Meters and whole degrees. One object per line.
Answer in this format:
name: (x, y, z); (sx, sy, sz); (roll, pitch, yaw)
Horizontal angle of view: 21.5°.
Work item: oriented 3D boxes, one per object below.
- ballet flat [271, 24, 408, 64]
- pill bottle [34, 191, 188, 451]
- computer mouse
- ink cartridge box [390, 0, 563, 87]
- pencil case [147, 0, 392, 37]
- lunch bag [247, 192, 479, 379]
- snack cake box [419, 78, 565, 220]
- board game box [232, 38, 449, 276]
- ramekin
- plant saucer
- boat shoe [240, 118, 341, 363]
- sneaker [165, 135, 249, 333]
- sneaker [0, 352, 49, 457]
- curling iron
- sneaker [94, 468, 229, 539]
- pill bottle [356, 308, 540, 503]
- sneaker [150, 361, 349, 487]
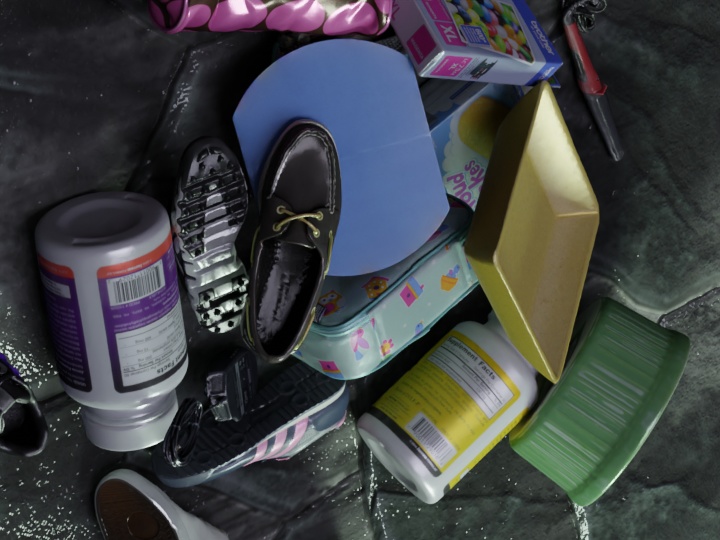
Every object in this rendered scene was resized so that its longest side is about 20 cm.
ballet flat: (0.009, -0.208, 1.646); (0.200, 0.072, 0.072); (-21, 122, -27)
pill bottle: (-0.203, 0.045, 1.585); (0.111, 0.111, 0.201); (-20, 122, -27)
computer mouse: (-0.136, 0.118, 1.655); (0.200, 0.034, 0.059); (-46, 134, -65)
ink cartridge box: (0.099, -0.218, 1.653); (0.200, 0.120, 0.042); (1, 144, -49)
pencil case: (-0.071, -0.232, 1.538); (0.199, 0.094, 0.091); (-4, 101, -21)
lunch bag: (0.000, 0.000, 1.683); (0.200, 0.160, 0.077); (-38, 134, -22)
snack cake box: (0.114, -0.093, 1.778); (0.115, 0.067, 0.200); (-40, 129, -15)
board game box: (-0.018, -0.096, 1.610); (0.157, 0.039, 0.201); (-16, 103, -1)
ramekin: (0.232, 0.124, 1.883); (0.097, 0.200, 0.200); (32, 91, -1)
plant saucer: (0.150, -0.033, 1.699); (0.200, 0.048, 0.201); (60, 39, -48)
boat shoe: (-0.053, -0.023, 1.566); (0.071, 0.061, 0.202); (9, 97, -10)
sneaker: (-0.137, -0.043, 1.599); (0.066, 0.091, 0.201); (-23, 138, -20)
sneaker: (-0.312, 0.081, 1.529); (0.070, 0.099, 0.200); (-46, 131, -12)
curling iron: (0.231, -0.186, 1.843); (0.049, 0.026, 0.201); (-32, 127, -16)
sneaker: (-0.172, 0.248, 1.747); (0.073, 0.085, 0.200); (-25, 114, 21)
pill bottle: (0.102, 0.120, 1.841); (0.200, 0.111, 0.111); (-42, 129, -11)
sneaker: (-0.096, 0.158, 1.747); (0.199, 0.070, 0.082); (-25, 140, -16)
